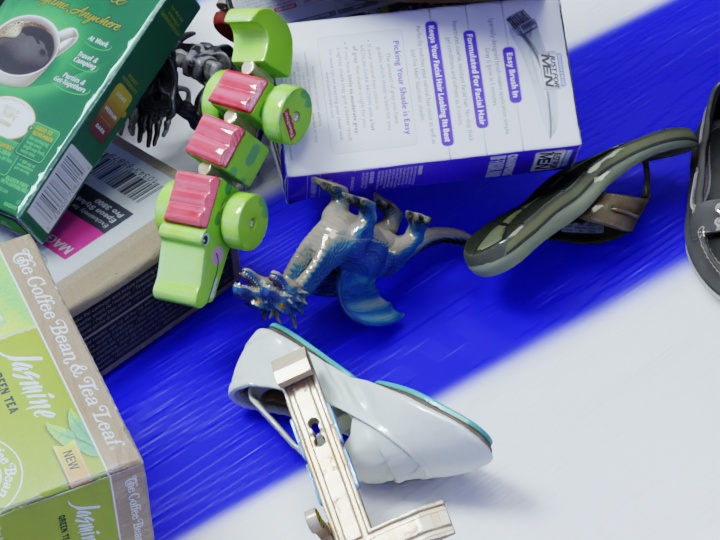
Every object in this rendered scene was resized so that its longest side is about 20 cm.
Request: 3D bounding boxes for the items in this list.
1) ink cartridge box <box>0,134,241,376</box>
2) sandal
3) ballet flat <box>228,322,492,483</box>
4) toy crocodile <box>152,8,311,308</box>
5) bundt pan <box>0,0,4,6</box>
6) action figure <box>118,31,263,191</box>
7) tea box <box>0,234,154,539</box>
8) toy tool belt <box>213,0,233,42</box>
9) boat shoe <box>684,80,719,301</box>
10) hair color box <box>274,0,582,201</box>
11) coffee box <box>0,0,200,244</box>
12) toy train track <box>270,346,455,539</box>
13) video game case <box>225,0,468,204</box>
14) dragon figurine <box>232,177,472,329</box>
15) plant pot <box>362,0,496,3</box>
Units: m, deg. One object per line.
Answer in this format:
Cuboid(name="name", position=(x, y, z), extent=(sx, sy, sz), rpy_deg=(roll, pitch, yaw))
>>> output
Cuboid(name="ink cartridge box", position=(-0.208, -0.020, 1.758), extent=(0.200, 0.075, 0.165), rpy_deg=(30, 50, 34))
Cuboid(name="sandal", position=(0.151, -0.039, 1.747), extent=(0.201, 0.057, 0.080), rpy_deg=(-34, 7, -29))
Cuboid(name="ballet flat", position=(-0.005, 0.096, 1.609), extent=(0.200, 0.070, 0.069), rpy_deg=(25, 49, 37))
Cuboid(name="toy crocodile", position=(-0.088, -0.073, 1.666), extent=(0.067, 0.062, 0.200), rpy_deg=(16, 81, 31))
Cuboid(name="bundt pan", position=(-0.244, -0.164, 1.931), extent=(0.201, 0.076, 0.202), rpy_deg=(-4, 40, 3))
Cuboid(name="action figure", position=(-0.119, -0.118, 1.834), extent=(0.119, 0.102, 0.200), rpy_deg=(30, 13, 24))
Cuboid(name="tea box", position=(-0.246, 0.115, 1.536), extent=(0.196, 0.134, 0.200), rpy_deg=(-20, 51, -16))
Cuboid(name="toy tool belt", position=(0.005, -0.195, 1.884), extent=(0.200, 0.125, 0.123), rpy_deg=(22, 77, 12))
Cuboid(name="boat shoe", position=(0.253, -0.057, 1.752), extent=(0.067, 0.057, 0.200), rpy_deg=(-1, 40, 6))
Cuboid(name="hair color box", position=(0.041, -0.116, 1.733), extent=(0.199, 0.065, 0.110), rpy_deg=(-7, 76, -2))
Cuboid(name="coffee box", position=(-0.208, -0.125, 1.727), extent=(0.123, 0.044, 0.200), rpy_deg=(22, 74, 32))
Cuboid(name="toy train track", position=(-0.016, 0.129, 1.538), extent=(0.115, 0.033, 0.200), rpy_deg=(-24, 57, 6))
Cuboid(name="video game case", position=(0.018, -0.159, 1.793), extent=(0.200, 0.036, 0.182), rpy_deg=(-17, 79, -7))
Cuboid(name="dragon figurine", position=(0.000, 0.000, 1.706), extent=(0.059, 0.100, 0.200), rpy_deg=(26, 9, 41))
Cuboid(name="plant pot", position=(0.007, -0.253, 1.718), extent=(0.200, 0.187, 0.187), rpy_deg=(-11, 38, 15))
